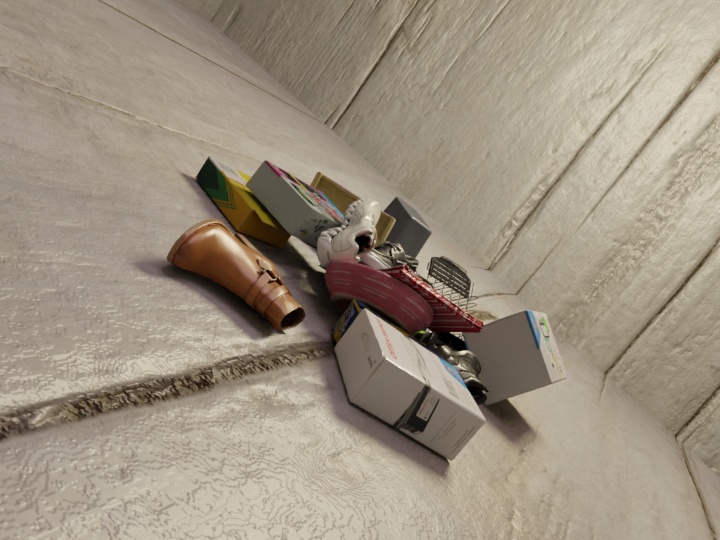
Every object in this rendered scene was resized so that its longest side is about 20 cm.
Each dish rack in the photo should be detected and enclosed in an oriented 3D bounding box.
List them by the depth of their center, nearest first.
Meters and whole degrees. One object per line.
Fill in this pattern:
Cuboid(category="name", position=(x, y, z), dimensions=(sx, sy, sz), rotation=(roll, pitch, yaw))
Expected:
Cuboid(category="dish rack", position=(0.192, 0.074, 1.581), dimensions=(0.152, 0.205, 0.054), rotation=(30, -28, -34))

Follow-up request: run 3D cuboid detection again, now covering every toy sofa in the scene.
Cuboid(category="toy sofa", position=(-0.027, -0.123, 1.575), dimensions=(0.197, 0.084, 0.098), rotation=(31, 2, -2))

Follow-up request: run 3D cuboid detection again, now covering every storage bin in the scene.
Cuboid(category="storage bin", position=(0.098, -0.106, 1.992), dimensions=(0.144, 0.135, 0.201), rotation=(33, 13, -25))

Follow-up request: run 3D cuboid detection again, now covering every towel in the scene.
Cuboid(category="towel", position=(0.098, 0.050, 1.244), dimensions=(0.198, 0.023, 0.143), rotation=(35, -21, -25))

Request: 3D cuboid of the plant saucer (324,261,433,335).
Cuboid(category="plant saucer", position=(0.024, 0.057, 1.243), dimensions=(0.196, 0.052, 0.201), rotation=(24, -19, 9))

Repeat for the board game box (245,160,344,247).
Cuboid(category="board game box", position=(-0.098, -0.107, 1.359), dimensions=(0.148, 0.065, 0.199), rotation=(47, 10, 27))

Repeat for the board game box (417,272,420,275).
Cuboid(category="board game box", position=(0.090, 0.020, 1.742), dimensions=(0.198, 0.044, 0.200), rotation=(33, 13, -28))

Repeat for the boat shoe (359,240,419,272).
Cuboid(category="boat shoe", position=(0.050, -0.023, 1.413), dimensions=(0.071, 0.072, 0.199), rotation=(27, 1, 29))

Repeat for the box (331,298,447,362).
Cuboid(category="box", position=(0.051, 0.131, 1.183), dimensions=(0.198, 0.071, 0.065), rotation=(34, 12, -24))

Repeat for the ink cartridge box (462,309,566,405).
Cuboid(category="ink cartridge box", position=(0.319, 0.176, 1.524), dimensions=(0.199, 0.143, 0.151), rotation=(10, 60, -66))

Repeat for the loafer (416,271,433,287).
Cuboid(category="loafer", position=(0.082, 0.019, 1.596), dimensions=(0.198, 0.075, 0.071), rotation=(35, 50, -23))

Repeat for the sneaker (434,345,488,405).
Cuboid(category="sneaker", position=(0.185, 0.201, 1.335), dimensions=(0.115, 0.076, 0.199), rotation=(56, 13, 23))

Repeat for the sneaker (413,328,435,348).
Cuboid(category="sneaker", position=(0.101, 0.128, 1.405), dimensions=(0.080, 0.074, 0.200), rotation=(5, 15, 8))

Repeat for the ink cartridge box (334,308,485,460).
Cuboid(category="ink cartridge box", position=(0.068, 0.164, 1.084), dimensions=(0.198, 0.085, 0.145), rotation=(34, 13, -24))

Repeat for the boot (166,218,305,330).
Cuboid(category="boot", position=(-0.160, 0.017, 0.996), dimensions=(0.156, 0.077, 0.200), rotation=(47, 7, 16))

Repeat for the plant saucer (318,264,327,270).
Cuboid(category="plant saucer", position=(0.016, 0.023, 1.387), dimensions=(0.198, 0.039, 0.201), rotation=(29, -2, 1))

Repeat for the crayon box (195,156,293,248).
Cuboid(category="crayon box", position=(-0.199, -0.113, 1.342), dimensions=(0.200, 0.051, 0.126), rotation=(47, 14, 34))

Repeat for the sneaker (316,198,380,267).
Cuboid(category="sneaker", position=(-0.001, -0.065, 1.307), dimensions=(0.079, 0.077, 0.201), rotation=(1, 31, 27))
